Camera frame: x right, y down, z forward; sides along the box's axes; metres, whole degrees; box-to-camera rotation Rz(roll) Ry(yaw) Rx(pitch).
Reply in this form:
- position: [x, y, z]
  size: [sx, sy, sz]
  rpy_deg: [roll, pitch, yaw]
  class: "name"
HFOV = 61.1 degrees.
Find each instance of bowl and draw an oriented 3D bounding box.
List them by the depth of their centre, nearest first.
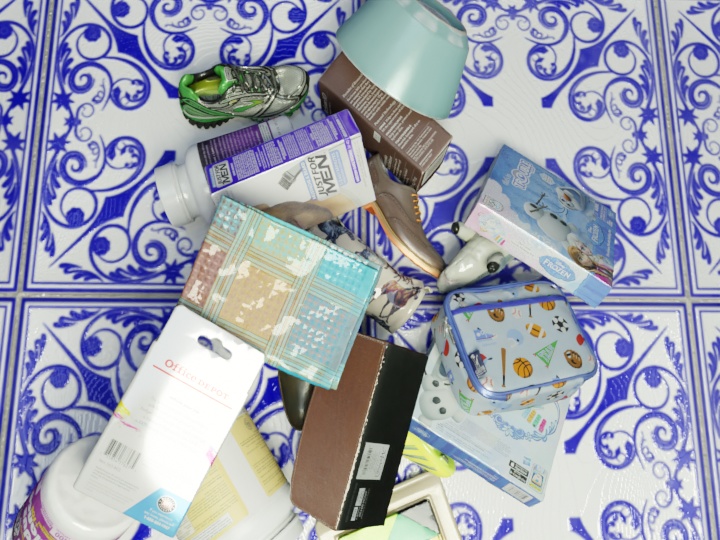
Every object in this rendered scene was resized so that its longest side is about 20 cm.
- position: [0.072, -0.316, 0.840]
  size: [0.200, 0.201, 0.106]
  rpy_deg: [40, 121, 5]
  class: "bowl"

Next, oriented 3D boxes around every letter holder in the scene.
- position: [-0.023, 0.175, 0.726]
  size: [0.139, 0.100, 0.207]
  rpy_deg: [12, 83, 38]
  class: "letter holder"

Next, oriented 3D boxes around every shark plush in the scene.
- position: [0.186, -0.030, 0.854]
  size: [0.090, 0.085, 0.198]
  rpy_deg: [39, 47, 25]
  class: "shark plush"

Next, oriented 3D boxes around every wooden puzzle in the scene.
- position: [0.054, 0.390, 0.787]
  size: [0.180, 0.037, 0.206]
  rpy_deg: [-19, 80, -7]
  class: "wooden puzzle"

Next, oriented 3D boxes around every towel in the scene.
- position: [-0.087, 0.025, 0.662]
  size: [0.195, 0.022, 0.151]
  rpy_deg: [24, 83, -7]
  class: "towel"

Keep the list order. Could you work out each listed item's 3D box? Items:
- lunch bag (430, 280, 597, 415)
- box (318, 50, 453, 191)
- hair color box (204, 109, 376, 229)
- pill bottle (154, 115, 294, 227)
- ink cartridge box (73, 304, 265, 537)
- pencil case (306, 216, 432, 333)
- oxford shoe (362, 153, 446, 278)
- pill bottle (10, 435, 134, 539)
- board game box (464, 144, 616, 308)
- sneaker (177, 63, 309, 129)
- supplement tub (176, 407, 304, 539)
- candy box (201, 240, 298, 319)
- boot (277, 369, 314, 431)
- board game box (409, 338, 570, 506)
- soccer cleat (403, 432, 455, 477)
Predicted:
- position: [0.188, 0.089, 0.771]
  size: [0.193, 0.076, 0.164]
  rpy_deg: [-4, 58, -20]
  class: "lunch bag"
- position: [0.033, -0.213, 0.874]
  size: [0.199, 0.100, 0.075]
  rpy_deg: [44, 83, 6]
  class: "box"
- position: [-0.085, -0.110, 0.776]
  size: [0.194, 0.111, 0.066]
  rpy_deg: [-22, 47, -2]
  class: "hair color box"
- position: [-0.175, -0.130, 0.841]
  size: [0.194, 0.112, 0.115]
  rpy_deg: [-19, 80, -7]
  class: "pill bottle"
- position: [-0.194, 0.151, 0.643]
  size: [0.113, 0.068, 0.204]
  rpy_deg: [30, 81, -13]
  class: "ink cartridge box"
- position: [0.000, 0.000, 0.842]
  size: [0.198, 0.078, 0.091]
  rpy_deg: [37, 93, 5]
  class: "pencil case"
- position: [0.062, -0.077, 0.857]
  size: [0.073, 0.071, 0.201]
  rpy_deg: [-41, 83, 8]
  class: "oxford shoe"
- position: [-0.334, 0.288, 0.705]
  size: [0.113, 0.112, 0.200]
  rpy_deg: [48, 122, 8]
  class: "pill bottle"
- position: [0.252, -0.070, 0.831]
  size: [0.195, 0.044, 0.201]
  rpy_deg: [31, 39, 3]
  class: "board game box"
- position: [-0.167, -0.259, 0.882]
  size: [0.193, 0.085, 0.081]
  rpy_deg: [-14, 79, -7]
  class: "sneaker"
- position: [-0.170, 0.263, 0.745]
  size: [0.143, 0.146, 0.203]
  rpy_deg: [-32, 82, -9]
  class: "supplement tub"
- position: [-0.136, 0.014, 0.769]
  size: [0.115, 0.200, 0.057]
  rpy_deg: [-34, 85, -10]
  class: "candy box"
- position: [-0.076, 0.107, 0.806]
  size: [0.072, 0.097, 0.208]
  rpy_deg: [2, 78, -2]
  class: "boot"
- position: [0.172, 0.161, 0.800]
  size: [0.196, 0.044, 0.201]
  rpy_deg: [31, 57, 4]
  class: "board game box"
- position: [0.040, 0.214, 0.819]
  size: [0.198, 0.065, 0.085]
  rpy_deg: [39, 105, 1]
  class: "soccer cleat"
